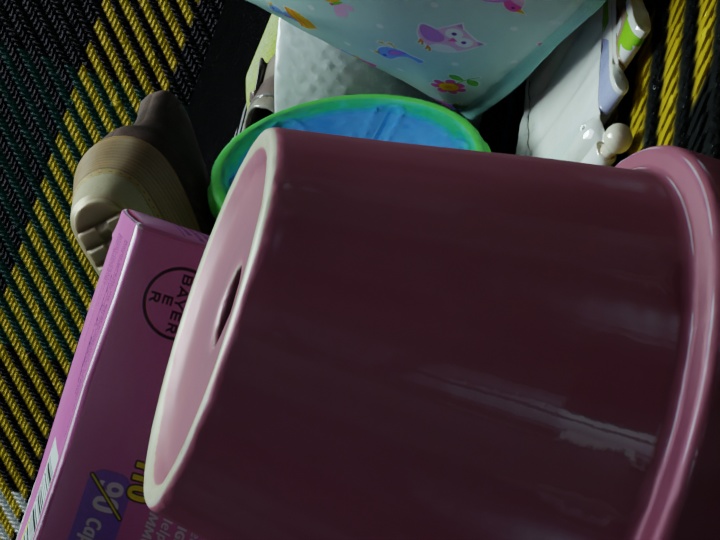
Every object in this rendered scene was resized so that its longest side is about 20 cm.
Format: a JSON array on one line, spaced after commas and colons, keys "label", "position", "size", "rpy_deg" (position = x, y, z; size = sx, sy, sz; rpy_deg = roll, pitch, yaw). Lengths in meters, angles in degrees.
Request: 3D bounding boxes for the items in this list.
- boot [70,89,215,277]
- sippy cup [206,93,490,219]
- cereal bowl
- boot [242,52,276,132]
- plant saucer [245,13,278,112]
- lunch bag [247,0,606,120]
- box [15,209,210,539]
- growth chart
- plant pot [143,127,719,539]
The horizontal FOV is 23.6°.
[{"label": "boot", "position": [-0.079, 0.015, 0.879], "size": [0.166, 0.072, 0.200], "rpy_deg": [-74, -36, -69]}, {"label": "sippy cup", "position": [0.000, 0.000, 0.864], "size": [0.178, 0.139, 0.130], "rpy_deg": [-94, -2, -55]}, {"label": "cereal bowl", "position": [0.023, -0.116, 0.990], "size": [0.200, 0.083, 0.200], "rpy_deg": [5, -90, -73]}, {"label": "boot", "position": [-0.036, -0.050, 1.077], "size": [0.146, 0.070, 0.200], "rpy_deg": [-51, -37, -56]}, {"label": "plant saucer", "position": [-0.002, -0.191, 1.171], "size": [0.200, 0.048, 0.200], "rpy_deg": [-38, -21, -54]}, {"label": "lunch bag", "position": [0.036, -0.175, 0.813], "size": [0.122, 0.170, 0.200], "rpy_deg": [-68, 12, -18]}, {"label": "box", "position": [-0.030, 0.090, 0.721], "size": [0.097, 0.200, 0.176], "rpy_deg": [-154, 83, -77]}, {"label": "growth chart", "position": [0.108, -0.105, 0.834], "size": [0.145, 0.018, 0.200], "rpy_deg": [127, 158, -55]}, {"label": "plant pot", "position": [0.033, 0.041, 0.563], "size": [0.200, 0.179, 0.200], "rpy_deg": [-163, 90, -78]}]
